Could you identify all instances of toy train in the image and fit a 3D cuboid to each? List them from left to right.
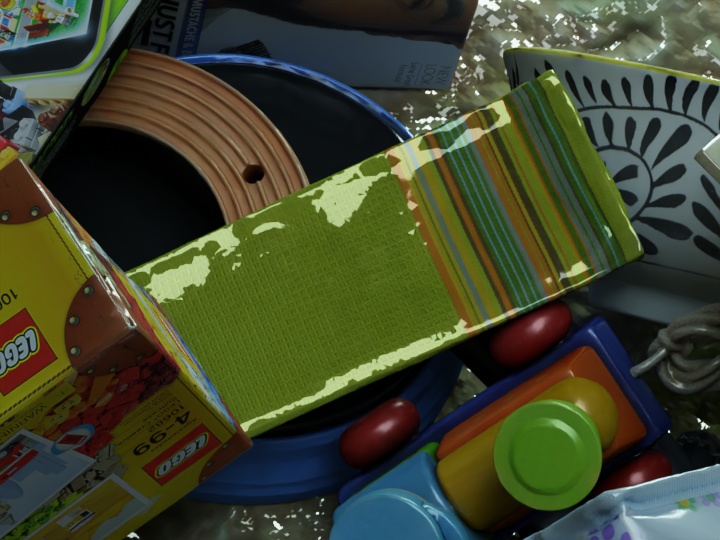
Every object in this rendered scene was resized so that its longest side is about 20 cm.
[{"bbox_3d":[0.077,0.054,1.008,0.200,0.116,0.085,-34,89,12],"label":"toy train"}]

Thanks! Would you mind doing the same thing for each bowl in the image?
[{"bbox_3d":[-0.050,-0.003,1.137,0.200,0.039,0.201,5,56,-8],"label":"bowl"},{"bbox_3d":[0.143,-0.021,1.130,0.200,0.201,0.095,14,91,-3],"label":"bowl"}]

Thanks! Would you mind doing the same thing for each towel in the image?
[{"bbox_3d":[0.000,0.000,1.045,0.199,0.018,0.086,-25,62,-3],"label":"towel"}]

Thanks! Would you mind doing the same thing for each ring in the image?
[{"bbox_3d":[-0.112,0.004,1.081,0.199,0.019,0.201,-4,63,7],"label":"ring"}]

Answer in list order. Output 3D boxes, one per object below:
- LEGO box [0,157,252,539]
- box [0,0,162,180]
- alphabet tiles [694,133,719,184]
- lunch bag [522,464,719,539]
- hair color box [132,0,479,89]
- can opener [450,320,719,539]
[{"bbox_3d":[-0.154,0.070,0.959,0.200,0.149,0.077,-35,67,0],"label":"LEGO box"},{"bbox_3d":[-0.136,-0.109,1.057,0.110,0.035,0.200,28,58,3],"label":"box"},{"bbox_3d":[0.203,-0.005,0.987,0.166,0.006,0.200,44,36,7],"label":"alphabet tiles"},{"bbox_3d":[0.150,0.145,0.916,0.199,0.127,0.170,-4,71,-38],"label":"lunch bag"},{"bbox_3d":[-0.051,-0.132,1.177,0.199,0.111,0.064,-1,59,-11],"label":"hair color box"},{"bbox_3d":[0.076,0.047,1.089,0.079,0.063,0.200,-37,92,-39],"label":"can opener"}]
